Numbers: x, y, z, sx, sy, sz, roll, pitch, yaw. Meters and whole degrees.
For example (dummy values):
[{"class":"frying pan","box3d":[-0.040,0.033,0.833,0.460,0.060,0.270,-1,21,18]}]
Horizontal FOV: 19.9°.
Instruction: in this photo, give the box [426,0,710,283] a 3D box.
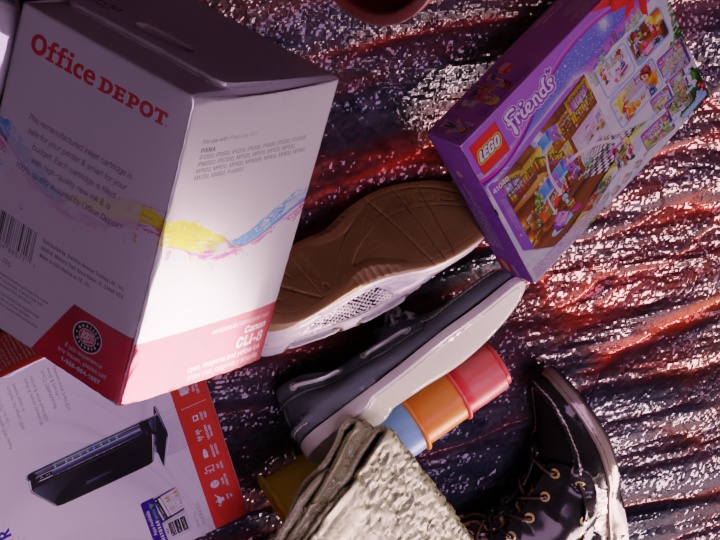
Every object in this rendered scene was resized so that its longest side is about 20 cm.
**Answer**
[{"class":"box","box3d":[0.148,-0.109,1.423,0.200,0.039,0.137,-45,130,-17]}]

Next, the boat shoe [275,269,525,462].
[{"class":"boat shoe","box3d":[0.027,0.054,1.466,0.200,0.062,0.073,-38,159,0]}]

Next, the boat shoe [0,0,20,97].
[{"class":"boat shoe","box3d":[-0.262,-0.079,1.232,0.065,0.072,0.201,12,111,-28]}]

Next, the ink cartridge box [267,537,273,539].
[{"class":"ink cartridge box","box3d":[-0.120,0.313,1.530,0.199,0.084,0.147,-26,127,-13]}]

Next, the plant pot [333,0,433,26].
[{"class":"plant pot","box3d":[0.079,-0.265,1.238,0.194,0.201,0.202,-16,125,-28]}]

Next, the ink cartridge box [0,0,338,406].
[{"class":"ink cartridge box","box3d":[-0.129,-0.051,1.245,0.144,0.145,0.201,-16,129,-52]}]

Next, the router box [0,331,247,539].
[{"class":"router box","box3d":[-0.187,0.120,1.402,0.179,0.049,0.201,-25,127,-13]}]

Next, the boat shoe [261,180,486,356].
[{"class":"boat shoe","box3d":[0.000,0.000,1.428,0.199,0.071,0.070,-24,153,-24]}]

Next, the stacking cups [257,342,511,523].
[{"class":"stacking cups","box3d":[0.023,0.125,1.511,0.199,0.061,0.061,-31,128,-9]}]

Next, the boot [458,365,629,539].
[{"class":"boot","box3d":[0.124,0.181,1.595,0.150,0.073,0.201,-28,133,-11]}]

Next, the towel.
[{"class":"towel","box3d":[0.005,0.204,1.478,0.149,0.036,0.200,-54,138,-14]}]
